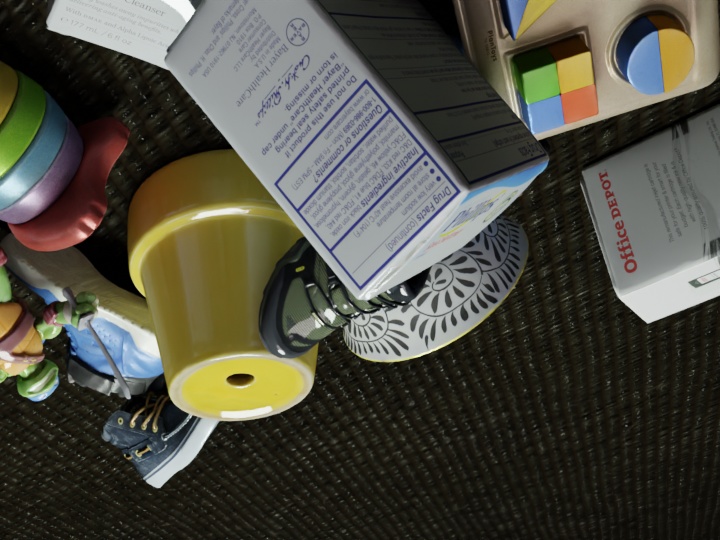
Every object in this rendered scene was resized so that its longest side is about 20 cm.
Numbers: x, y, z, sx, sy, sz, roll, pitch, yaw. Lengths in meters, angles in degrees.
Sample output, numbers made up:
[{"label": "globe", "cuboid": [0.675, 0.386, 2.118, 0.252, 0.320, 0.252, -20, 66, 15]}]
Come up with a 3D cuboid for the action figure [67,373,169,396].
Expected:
[{"label": "action figure", "cuboid": [-0.237, 0.086, 1.053, 0.192, 0.105, 0.201, -28, 106, 33]}]

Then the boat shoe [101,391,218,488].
[{"label": "boat shoe", "cuboid": [-0.202, 0.153, 0.967, 0.091, 0.071, 0.200, 39, 137, -6]}]

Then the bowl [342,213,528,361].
[{"label": "bowl", "cuboid": [0.047, -0.020, 0.886, 0.199, 0.202, 0.095, -23, 120, 21]}]

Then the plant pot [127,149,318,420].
[{"label": "plant pot", "cuboid": [-0.114, 0.024, 0.879, 0.197, 0.191, 0.202, -6, 147, -4]}]

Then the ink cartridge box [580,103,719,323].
[{"label": "ink cartridge box", "cuboid": [0.324, -0.061, 0.889, 0.198, 0.148, 0.084, -25, 146, 26]}]

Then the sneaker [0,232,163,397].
[{"label": "sneaker", "cuboid": [-0.278, 0.053, 0.933, 0.199, 0.077, 0.111, 32, 115, -21]}]

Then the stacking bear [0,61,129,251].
[{"label": "stacking bear", "cuboid": [-0.287, -0.115, 0.706, 0.112, 0.123, 0.200, -15, 139, 28]}]

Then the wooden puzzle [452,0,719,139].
[{"label": "wooden puzzle", "cuboid": [0.169, -0.184, 0.683, 0.197, 0.047, 0.187, -20, 126, 0]}]

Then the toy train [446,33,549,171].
[{"label": "toy train", "cuboid": [0.073, -0.121, 0.802, 0.113, 0.088, 0.199, -24, 148, 38]}]

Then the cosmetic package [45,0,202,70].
[{"label": "cosmetic package", "cuboid": [-0.111, -0.227, 0.592, 0.112, 0.082, 0.200, 13, 142, -28]}]

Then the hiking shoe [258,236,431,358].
[{"label": "hiking shoe", "cuboid": [0.000, 0.000, 0.754, 0.200, 0.101, 0.076, -44, 117, 1]}]

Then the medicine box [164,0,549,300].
[{"label": "medicine box", "cuboid": [0.006, -0.104, 0.627, 0.103, 0.201, 0.182, -43, 171, 27]}]

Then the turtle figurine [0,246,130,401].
[{"label": "turtle figurine", "cuboid": [-0.294, 0.048, 0.786, 0.142, 0.201, 0.195, -26, 120, 3]}]
